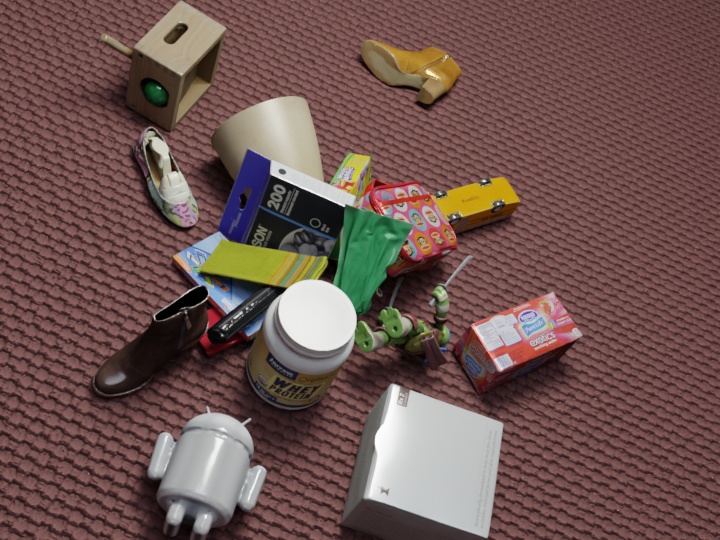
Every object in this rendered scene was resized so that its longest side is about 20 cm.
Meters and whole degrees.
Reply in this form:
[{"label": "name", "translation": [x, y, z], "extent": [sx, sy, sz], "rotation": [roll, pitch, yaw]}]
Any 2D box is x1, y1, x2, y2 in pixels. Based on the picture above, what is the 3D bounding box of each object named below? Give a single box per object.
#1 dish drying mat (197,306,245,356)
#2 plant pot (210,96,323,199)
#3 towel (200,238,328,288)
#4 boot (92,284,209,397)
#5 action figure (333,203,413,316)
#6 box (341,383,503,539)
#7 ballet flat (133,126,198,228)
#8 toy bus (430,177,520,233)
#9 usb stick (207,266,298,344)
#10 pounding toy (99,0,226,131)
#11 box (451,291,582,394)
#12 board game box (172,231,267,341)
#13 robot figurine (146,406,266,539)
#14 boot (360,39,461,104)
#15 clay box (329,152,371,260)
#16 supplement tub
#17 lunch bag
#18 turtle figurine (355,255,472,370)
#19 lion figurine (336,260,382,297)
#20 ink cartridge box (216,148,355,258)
[{"label": "dish drying mat", "translation": [-0.189, 0.076, 1.619], "extent": [0.200, 0.018, 0.077], "rotation": [-25, 67, -30]}, {"label": "plant pot", "translation": [-0.142, -0.173, 1.717], "extent": [0.187, 0.187, 0.201], "rotation": [-19, 80, -29]}, {"label": "towel", "translation": [-0.160, -0.009, 1.600], "extent": [0.199, 0.018, 0.086], "rotation": [10, 39, 18]}, {"label": "boot", "translation": [-0.317, 0.103, 1.457], "extent": [0.200, 0.167, 0.072], "rotation": [-32, 73, -25]}, {"label": "action figure", "translation": [0.000, 0.000, 1.586], "extent": [0.118, 0.201, 0.055], "rotation": [17, 10, -6]}, {"label": "box", "translation": [0.097, 0.315, 1.499], "extent": [0.199, 0.131, 0.200], "rotation": [20, 54, -7]}, {"label": "ballet flat", "translation": [-0.340, -0.168, 1.688], "extent": [0.069, 0.071, 0.200], "rotation": [-18, 66, -30]}, {"label": "toy bus", "translation": [0.209, -0.122, 1.855], "extent": [0.199, 0.078, 0.065], "rotation": [-18, 67, -29]}, {"label": "usb stick", "translation": [-0.169, 0.055, 1.570], "extent": [0.200, 0.055, 0.033], "rotation": [-41, 99, -37]}, {"label": "pounding toy", "translation": [-0.361, -0.376, 1.745], "extent": [0.142, 0.184, 0.200], "rotation": [31, 53, 2]}, {"label": "box", "translation": [0.277, 0.127, 1.708], "extent": [0.199, 0.096, 0.100], "rotation": [-19, 67, -29]}, {"label": "board game box", "translation": [-0.215, 0.024, 1.627], "extent": [0.103, 0.019, 0.200], "rotation": [-31, 66, -35]}, {"label": "robot figurine", "translation": [-0.224, 0.292, 1.406], "extent": [0.169, 0.113, 0.201], "rotation": [23, 54, -6]}, {"label": "boot", "translation": [0.108, -0.440, 2.040], "extent": [0.201, 0.071, 0.144], "rotation": [37, 48, 2]}, {"label": "clay box", "translation": [-0.026, -0.124, 1.728], "extent": [0.047, 0.115, 0.200], "rotation": [12, 39, 10]}, {"label": "supplement tub", "translation": [-0.092, 0.117, 1.514], "extent": [0.144, 0.200, 0.145], "rotation": [9, 56, -14]}, {"label": "lunch bag", "translation": [0.071, -0.085, 1.706], "extent": [0.200, 0.082, 0.177], "rotation": [-16, 73, -57]}, {"label": "turtle figurine", "translation": [0.076, 0.067, 1.632], "extent": [0.143, 0.201, 0.194], "rotation": [11, 8, 35]}, {"label": "lion figurine", "translation": [-0.020, 0.013, 1.687], "extent": [0.073, 0.122, 0.200], "rotation": [53, 32, -23]}, {"label": "ink cartridge box", "translation": [-0.134, -0.083, 1.632], "extent": [0.199, 0.198, 0.043], "rotation": [24, 39, -3]}]
